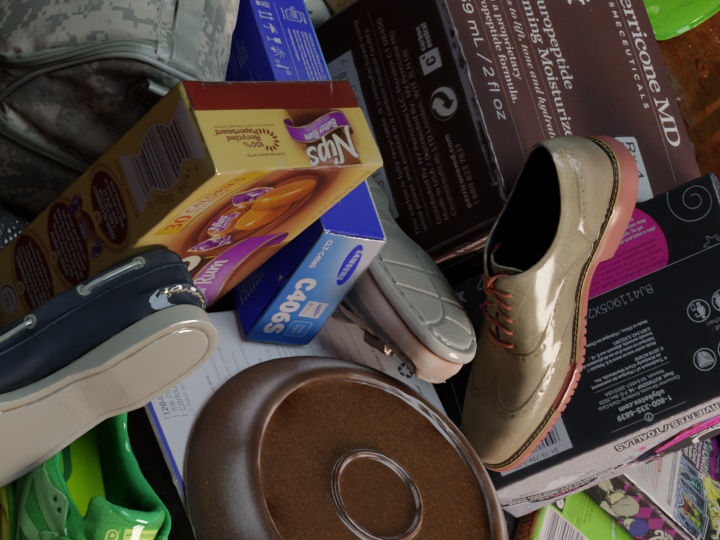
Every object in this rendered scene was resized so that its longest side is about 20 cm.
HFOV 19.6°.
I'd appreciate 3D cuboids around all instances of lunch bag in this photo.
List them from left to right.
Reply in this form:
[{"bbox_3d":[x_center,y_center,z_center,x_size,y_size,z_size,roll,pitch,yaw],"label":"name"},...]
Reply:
[{"bbox_3d":[-0.132,-0.145,1.134,0.139,0.167,0.201,28,52,-31],"label":"lunch bag"}]

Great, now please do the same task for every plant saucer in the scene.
[{"bbox_3d":[0.003,0.125,1.103,0.199,0.032,0.201,20,48,-24],"label":"plant saucer"}]

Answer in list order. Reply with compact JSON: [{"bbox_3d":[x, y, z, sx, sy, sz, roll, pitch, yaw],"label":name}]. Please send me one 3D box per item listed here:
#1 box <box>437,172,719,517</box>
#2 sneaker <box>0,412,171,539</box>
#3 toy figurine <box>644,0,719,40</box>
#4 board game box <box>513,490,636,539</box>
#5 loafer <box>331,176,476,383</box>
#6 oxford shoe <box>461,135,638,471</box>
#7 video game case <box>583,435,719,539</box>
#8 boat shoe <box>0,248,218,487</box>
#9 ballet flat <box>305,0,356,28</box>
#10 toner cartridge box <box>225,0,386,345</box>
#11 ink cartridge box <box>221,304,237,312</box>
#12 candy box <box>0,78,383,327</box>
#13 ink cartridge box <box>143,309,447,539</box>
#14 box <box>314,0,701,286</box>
[{"bbox_3d":[0.152,0.051,1.260,0.115,0.199,0.133,40,28,-70],"label":"box"},{"bbox_3d":[-0.138,0.149,1.040,0.074,0.083,0.202,6,67,-42],"label":"sneaker"},{"bbox_3d":[0.196,-0.278,1.565,0.185,0.150,0.200,60,20,12],"label":"toy figurine"},{"bbox_3d":[0.183,0.200,1.364,0.200,0.030,0.096,40,45,-19],"label":"board game box"},{"bbox_3d":[0.000,0.000,1.192,0.072,0.063,0.200,20,28,-44],"label":"loafer"},{"bbox_3d":[0.087,0.017,1.163,0.074,0.070,0.202,5,105,-46],"label":"oxford shoe"},{"bbox_3d":[0.220,0.117,1.415,0.181,0.036,0.201,42,37,-20],"label":"video game case"},{"bbox_3d":[-0.168,0.052,1.018,0.062,0.199,0.075,61,1,33],"label":"boat shoe"},{"bbox_3d":[-0.063,-0.196,1.309,0.200,0.068,0.073,40,67,-22],"label":"ballet flat"},{"bbox_3d":[-0.050,-0.066,1.184,0.043,0.095,0.201,7,48,-31],"label":"toner cartridge box"},{"bbox_3d":[-0.032,0.113,1.206,0.200,0.050,0.162,49,42,12],"label":"ink cartridge box"},{"bbox_3d":[-0.096,-0.027,1.082,0.116,0.200,0.057,-5,65,-45],"label":"candy box"},{"bbox_3d":[-0.028,0.111,1.144,0.199,0.047,0.199,-6,61,-37],"label":"ink cartridge box"},{"bbox_3d":[0.077,-0.088,1.307,0.199,0.164,0.167,-5,73,-45],"label":"box"}]
